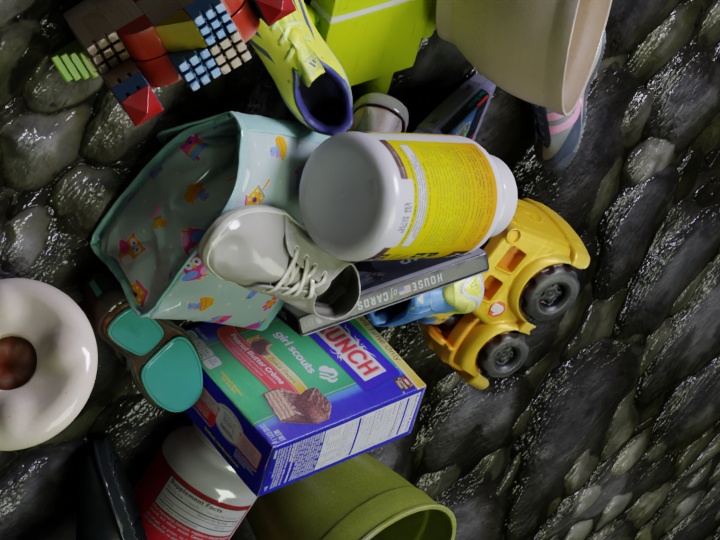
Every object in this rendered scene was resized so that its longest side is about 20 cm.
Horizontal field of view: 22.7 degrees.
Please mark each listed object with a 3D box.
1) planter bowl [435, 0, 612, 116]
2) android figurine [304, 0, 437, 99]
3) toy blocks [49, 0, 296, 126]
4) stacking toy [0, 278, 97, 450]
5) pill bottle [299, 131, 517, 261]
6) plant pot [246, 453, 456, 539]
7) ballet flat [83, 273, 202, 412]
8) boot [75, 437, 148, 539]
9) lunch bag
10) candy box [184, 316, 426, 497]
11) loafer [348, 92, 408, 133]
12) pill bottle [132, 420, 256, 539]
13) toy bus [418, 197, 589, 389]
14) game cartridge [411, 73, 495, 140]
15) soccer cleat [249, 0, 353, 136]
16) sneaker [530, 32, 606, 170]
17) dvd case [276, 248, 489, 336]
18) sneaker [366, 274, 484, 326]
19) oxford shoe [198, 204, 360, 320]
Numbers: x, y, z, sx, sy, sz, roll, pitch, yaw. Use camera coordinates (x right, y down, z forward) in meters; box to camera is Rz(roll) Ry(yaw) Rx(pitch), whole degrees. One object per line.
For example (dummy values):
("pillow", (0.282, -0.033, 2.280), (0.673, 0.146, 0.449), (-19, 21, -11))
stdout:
("planter bowl", (0.146, -0.250, 1.602), (0.200, 0.135, 0.200), (15, 90, -77))
("android figurine", (0.005, -0.224, 1.587), (0.182, 0.041, 0.200), (-23, 144, -32))
("toy blocks", (-0.132, -0.188, 1.348), (0.200, 0.137, 0.100), (-32, 126, -5))
("stacking toy", (-0.283, 0.098, 1.560), (0.146, 0.146, 0.200), (-42, 165, -7))
("pill bottle", (0.048, -0.064, 1.553), (0.200, 0.109, 0.109), (-3, 128, -49))
("plant pot", (-0.034, 0.270, 1.950), (0.200, 0.193, 0.200), (-31, 145, -24))
("ballet flat", (-0.199, 0.059, 1.637), (0.068, 0.068, 0.200), (-38, 148, -9))
("boot", (-0.290, 0.277, 1.748), (0.162, 0.198, 0.073), (-16, -172, 1))
("lunch bag", (-0.110, -0.056, 1.568), (0.170, 0.122, 0.200), (7, 126, -52))
("candy box", (-0.064, 0.111, 1.761), (0.200, 0.169, 0.077), (-19, 143, -38))
("loafer", (-0.008, -0.083, 1.667), (0.200, 0.072, 0.063), (113, -6, -54))
("pill bottle", (-0.172, 0.232, 1.822), (0.112, 0.112, 0.200), (11, 117, -54))
("toy bus", (0.112, 0.007, 1.905), (0.192, 0.136, 0.200), (21, 112, -42))
("game cartridge", (0.072, -0.105, 1.734), (0.200, 0.038, 0.130), (-47, 165, -56))
("soccer cleat", (-0.060, -0.192, 1.475), (0.065, 0.084, 0.200), (-35, 128, -3))
("sneaker", (0.190, -0.184, 1.844), (0.082, 0.070, 0.200), (-11, 133, -20))
("dvd case", (0.000, 0.000, 1.705), (0.200, 0.150, 0.025), (-19, 115, -21))
("sneaker", (0.030, 0.016, 1.781), (0.105, 0.200, 0.076), (-11, 93, -32))
("oxford shoe", (-0.061, -0.004, 1.519), (0.075, 0.058, 0.200), (-53, 145, 8))
